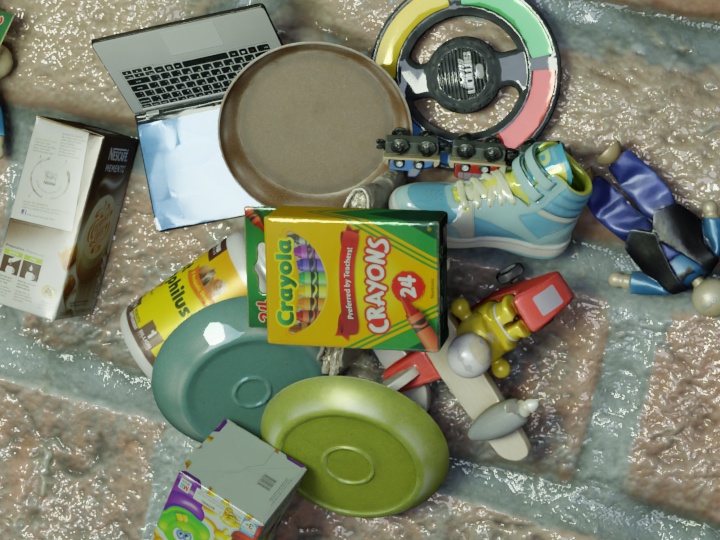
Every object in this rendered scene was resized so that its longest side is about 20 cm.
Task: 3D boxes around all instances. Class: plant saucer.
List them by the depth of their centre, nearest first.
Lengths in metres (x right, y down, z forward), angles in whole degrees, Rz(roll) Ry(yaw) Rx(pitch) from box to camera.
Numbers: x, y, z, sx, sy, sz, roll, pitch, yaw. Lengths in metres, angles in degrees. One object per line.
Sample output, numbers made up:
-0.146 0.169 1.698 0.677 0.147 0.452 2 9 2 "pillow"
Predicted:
-0.010 0.190 1.673 0.199 0.031 0.200 9 131 10 "plant saucer"
-0.046 -0.146 1.681 0.200 0.032 0.201 1 120 2 "plant saucer"
-0.114 0.116 1.686 0.199 0.036 0.200 -7 126 -9 "plant saucer"

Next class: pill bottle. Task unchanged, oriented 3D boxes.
-0.145 0.035 1.711 0.200 0.109 0.109 -34 86 10 "pill bottle"

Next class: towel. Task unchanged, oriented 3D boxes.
0.000 0.000 1.654 0.034 0.133 0.200 15 107 13 "towel"

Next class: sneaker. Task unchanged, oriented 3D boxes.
0.136 -0.084 1.611 0.200 0.131 0.080 6 49 -21 "sneaker"

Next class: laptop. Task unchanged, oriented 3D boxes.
-0.159 -0.156 1.707 0.187 0.200 0.116 -11 57 10 "laptop"

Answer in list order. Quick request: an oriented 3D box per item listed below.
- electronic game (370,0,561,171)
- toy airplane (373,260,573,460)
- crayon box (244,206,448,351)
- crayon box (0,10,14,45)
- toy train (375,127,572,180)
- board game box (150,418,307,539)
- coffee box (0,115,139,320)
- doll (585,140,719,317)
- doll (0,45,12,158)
0.107 -0.202 1.688 0.199 0.042 0.201 0 92 11 "electronic game"
0.098 0.078 1.645 0.200 0.141 0.200 15 102 2 "toy airplane"
-0.019 0.007 1.556 0.199 0.051 0.127 2 105 13 "crayon box"
-0.482 -0.255 1.759 0.200 0.051 0.127 20 84 24 "crayon box"
0.114 -0.114 1.660 0.199 0.034 0.046 5 125 -2 "toy train"
-0.150 0.272 1.685 0.103 0.105 0.200 30 125 8 "board game box"
-0.314 -0.056 1.738 0.080 0.114 0.200 17 96 10 "coffee box"
0.299 -0.032 1.654 0.136 0.048 0.200 -44 85 20 "doll"
-0.443 -0.161 1.784 0.136 0.048 0.200 36 92 17 "doll"
